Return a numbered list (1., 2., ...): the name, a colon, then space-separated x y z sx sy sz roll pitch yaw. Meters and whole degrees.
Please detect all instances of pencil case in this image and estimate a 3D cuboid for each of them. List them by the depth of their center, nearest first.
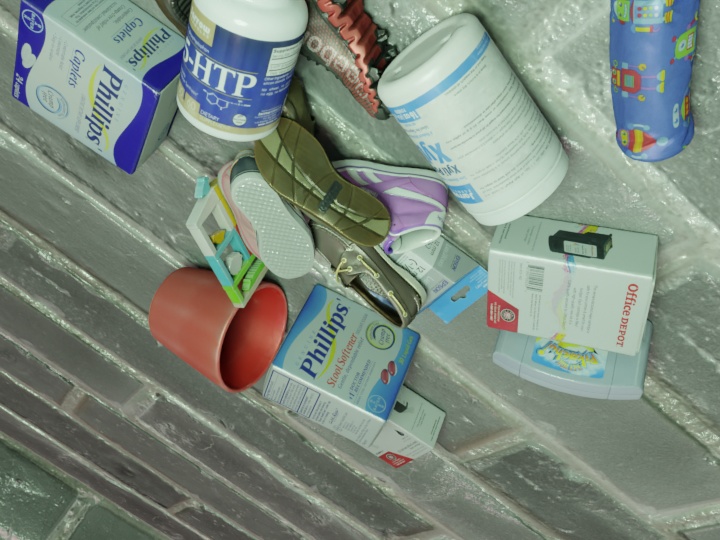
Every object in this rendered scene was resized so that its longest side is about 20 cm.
1. pencil case: 0.286 -0.204 0.708 0.078 0.087 0.201 41 158 47

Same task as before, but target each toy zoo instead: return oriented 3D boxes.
1. toy zoo: -0.193 -0.060 1.096 0.020 0.132 0.201 2 134 28

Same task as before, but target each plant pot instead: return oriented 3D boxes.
1. plant pot: -0.251 0.088 1.259 0.176 0.201 0.201 19 141 23

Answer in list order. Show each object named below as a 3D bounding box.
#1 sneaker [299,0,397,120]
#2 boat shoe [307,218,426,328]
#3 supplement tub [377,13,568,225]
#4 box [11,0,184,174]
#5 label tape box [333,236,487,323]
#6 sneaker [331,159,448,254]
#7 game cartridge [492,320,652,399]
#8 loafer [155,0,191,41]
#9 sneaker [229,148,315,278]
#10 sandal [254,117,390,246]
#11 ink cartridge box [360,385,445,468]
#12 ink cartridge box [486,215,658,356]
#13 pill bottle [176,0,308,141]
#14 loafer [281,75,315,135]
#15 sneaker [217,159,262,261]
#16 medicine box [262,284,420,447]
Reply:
1. sneaker: -0.023 -0.257 0.833 0.097 0.071 0.201 -8 127 35
2. boat shoe: 0.000 0.000 1.005 0.200 0.060 0.072 40 141 -4
3. supplement tub: 0.124 -0.163 0.803 0.132 0.132 0.200 -20 121 42
4. box: -0.346 -0.264 0.982 0.199 0.105 0.184 33 141 -8
5. label tape box: 0.080 0.011 1.071 0.200 0.066 0.143 36 140 -8
6. sneaker: 0.011 -0.078 0.941 0.199 0.115 0.073 3 147 10
7. game cartridge: 0.288 0.104 0.999 0.199 0.134 0.041 12 145 17
8. loafer: -0.179 -0.294 0.848 0.071 0.073 0.200 40 177 19
9. sneaker: -0.113 -0.076 0.967 0.078 0.080 0.201 -16 138 4
10. sandal: -0.050 -0.101 0.893 0.200 0.080 0.054 39 175 -8
11. ink cartridge box: 0.033 0.267 1.361 0.199 0.084 0.144 35 141 -8
12. ink cartridge box: 0.271 0.018 0.951 0.199 0.083 0.146 11 135 19
13. pill bottle: -0.120 -0.249 0.765 0.119 0.120 0.201 26 132 2
14. loafer: -0.091 -0.178 0.965 0.076 0.068 0.200 26 157 7
15. sneaker: -0.129 -0.066 1.066 0.104 0.075 0.201 28 154 45
16. medicine box: -0.030 0.154 1.196 0.199 0.183 0.103 26 141 1
